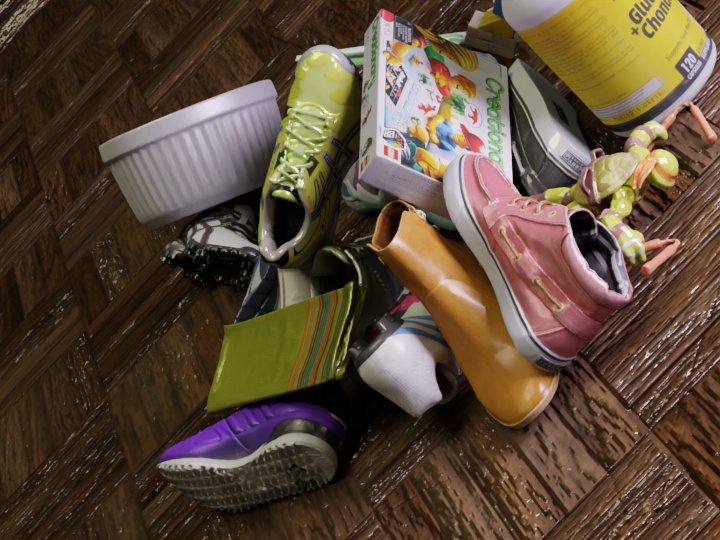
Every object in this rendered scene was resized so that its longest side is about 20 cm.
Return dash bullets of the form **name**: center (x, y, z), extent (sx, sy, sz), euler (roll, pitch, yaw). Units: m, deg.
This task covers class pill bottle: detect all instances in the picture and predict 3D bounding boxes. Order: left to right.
- **pill bottle**: center (0.185, -0.210, 1.567), extent (0.112, 0.200, 0.112), euler (-40, 21, 19)

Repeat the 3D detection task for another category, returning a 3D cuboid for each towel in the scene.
- **towel**: center (-0.066, 0.066, 1.620), extent (0.200, 0.018, 0.086), euler (-19, 49, 52)
- **towel**: center (0.032, -0.210, 1.882), extent (0.152, 0.023, 0.200), euler (-7, 6, 16)

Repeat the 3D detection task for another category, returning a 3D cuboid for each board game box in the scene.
- **board game box**: center (0.062, -0.123, 1.601), extent (0.035, 0.126, 0.200), euler (-53, 23, 37)

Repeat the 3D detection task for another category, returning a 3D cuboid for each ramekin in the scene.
- **ramekin**: center (-0.169, -0.120, 2.078), extent (0.200, 0.105, 0.200), euler (-21, 4, 1)

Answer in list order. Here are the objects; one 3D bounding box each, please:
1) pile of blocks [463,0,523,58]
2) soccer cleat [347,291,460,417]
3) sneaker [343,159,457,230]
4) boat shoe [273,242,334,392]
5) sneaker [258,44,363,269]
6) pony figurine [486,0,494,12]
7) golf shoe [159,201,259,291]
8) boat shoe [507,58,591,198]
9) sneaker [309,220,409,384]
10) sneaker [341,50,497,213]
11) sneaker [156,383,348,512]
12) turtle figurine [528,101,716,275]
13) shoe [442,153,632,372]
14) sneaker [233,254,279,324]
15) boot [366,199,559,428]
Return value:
- **pile of blocks**: center (0.175, -0.244, 1.674), extent (0.200, 0.082, 0.062), euler (-10, 38, 36)
- **soccer cleat**: center (0.046, 0.067, 1.567), extent (0.070, 0.086, 0.200), euler (-43, 0, 19)
- **sneaker**: center (0.034, -0.122, 1.730), extent (0.078, 0.140, 0.200), euler (-41, 33, -25)
- **boat shoe**: center (-0.050, 0.048, 1.738), extent (0.067, 0.057, 0.200), euler (-1, 71, 14)
- **sneaker**: center (-0.042, -0.093, 1.669), extent (0.076, 0.075, 0.200), euler (-36, -43, -69)
- **pony figurine**: center (0.216, -0.304, 1.760), extent (0.200, 0.167, 0.193), euler (-3, 59, 37)
- **golf shoe**: center (-0.139, -0.034, 2.014), extent (0.095, 0.078, 0.200), euler (-54, 25, -14)
- **boat shoe**: center (0.146, -0.121, 1.664), extent (0.064, 0.071, 0.200), euler (-45, 21, 17)
- **sneaker**: center (0.000, 0.000, 1.702), extent (0.067, 0.090, 0.200), euler (-27, 31, 34)
- **sneaker**: center (0.028, -0.161, 1.855), extent (0.200, 0.131, 0.080), euler (-45, 23, 5)
- **sneaker**: center (-0.083, 0.141, 1.659), extent (0.200, 0.070, 0.100), euler (-14, 42, 38)
- **turtle figurine**: center (0.186, -0.052, 1.501), extent (0.161, 0.064, 0.200), euler (-28, 31, 38)
- **shoe**: center (0.134, -0.028, 1.450), extent (0.091, 0.071, 0.200), euler (-45, 50, 31)
- **sneaker**: center (-0.074, 0.029, 1.814), extent (0.082, 0.074, 0.200), euler (117, 173, -64)
- **boot**: center (0.070, 0.029, 1.476), extent (0.071, 0.144, 0.201), euler (-44, 24, 11)
